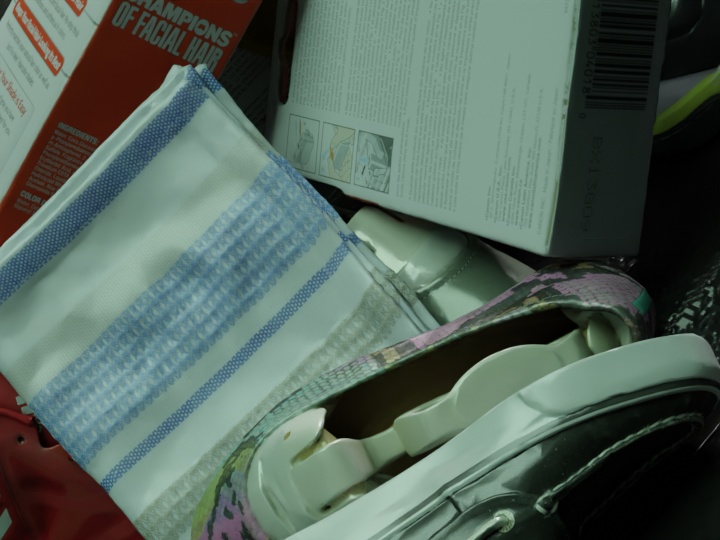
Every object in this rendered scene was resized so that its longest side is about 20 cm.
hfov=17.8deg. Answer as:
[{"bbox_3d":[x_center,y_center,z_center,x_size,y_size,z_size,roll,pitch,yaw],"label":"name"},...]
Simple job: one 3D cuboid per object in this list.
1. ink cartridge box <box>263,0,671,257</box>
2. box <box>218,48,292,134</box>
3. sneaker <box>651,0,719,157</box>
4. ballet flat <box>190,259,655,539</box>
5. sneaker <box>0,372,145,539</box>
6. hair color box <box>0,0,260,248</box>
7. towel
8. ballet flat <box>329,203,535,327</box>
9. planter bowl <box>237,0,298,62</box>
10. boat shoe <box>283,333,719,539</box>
[{"bbox_3d":[0.036,-0.077,0.921,0.200,0.050,0.109,19,105,54],"label":"ink cartridge box"},{"bbox_3d":[-0.097,-0.106,1.201,0.112,0.101,0.200,-45,28,1],"label":"box"},{"bbox_3d":[0.151,-0.137,0.930,0.200,0.083,0.072,-54,30,-15],"label":"sneaker"},{"bbox_3d":[0.019,0.059,0.841,0.200,0.069,0.071,-31,-2,5],"label":"ballet flat"},{"bbox_3d":[-0.094,0.073,0.950,0.200,0.116,0.078,-33,31,22],"label":"sneaker"},{"bbox_3d":[-0.118,-0.081,0.997,0.200,0.064,0.111,-60,29,12],"label":"hair color box"},{"bbox_3d":[-0.055,0.033,0.910,0.147,0.200,0.024,-44,-16,3],"label":"towel"},{"bbox_3d":[0.000,0.000,0.970,0.067,0.064,0.200,-44,26,-22],"label":"ballet flat"},{"bbox_3d":[0.017,-0.169,1.048,0.200,0.084,0.201,-3,29,2],"label":"planter bowl"},{"bbox_3d":[0.046,0.095,0.799,0.200,0.071,0.064,-33,62,7],"label":"boat shoe"}]
